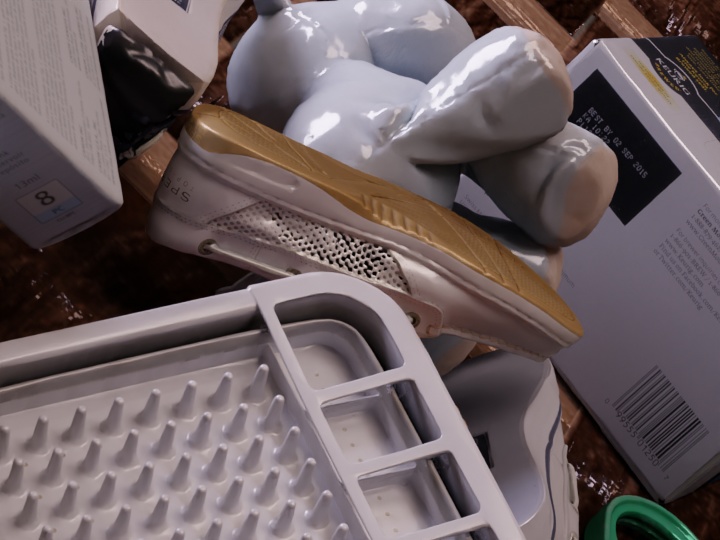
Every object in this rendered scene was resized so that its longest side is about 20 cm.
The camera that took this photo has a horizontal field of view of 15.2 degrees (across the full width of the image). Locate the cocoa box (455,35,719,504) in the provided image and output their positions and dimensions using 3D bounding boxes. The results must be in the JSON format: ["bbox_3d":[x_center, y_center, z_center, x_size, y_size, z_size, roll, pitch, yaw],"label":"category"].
[{"bbox_3d":[0.164,-0.005,1.382,0.200,0.133,0.131,53,26,14],"label":"cocoa box"}]

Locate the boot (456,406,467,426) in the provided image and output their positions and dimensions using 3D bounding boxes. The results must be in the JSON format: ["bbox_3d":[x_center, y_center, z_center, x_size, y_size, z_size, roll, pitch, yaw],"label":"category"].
[{"bbox_3d":[-0.013,0.094,1.057,0.107,0.075,0.200,27,33,-25],"label":"boot"}]

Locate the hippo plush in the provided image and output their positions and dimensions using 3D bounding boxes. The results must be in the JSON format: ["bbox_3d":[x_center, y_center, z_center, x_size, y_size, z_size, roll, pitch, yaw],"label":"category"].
[{"bbox_3d":[0.003,-0.049,1.247,0.200,0.160,0.161,-17,32,-14],"label":"hippo plush"}]

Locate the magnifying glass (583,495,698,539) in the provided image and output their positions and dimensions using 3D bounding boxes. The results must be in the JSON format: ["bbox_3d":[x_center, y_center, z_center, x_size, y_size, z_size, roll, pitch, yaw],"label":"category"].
[{"bbox_3d":[0.116,0.150,1.219,0.080,0.022,0.200,51,27,10],"label":"magnifying glass"}]

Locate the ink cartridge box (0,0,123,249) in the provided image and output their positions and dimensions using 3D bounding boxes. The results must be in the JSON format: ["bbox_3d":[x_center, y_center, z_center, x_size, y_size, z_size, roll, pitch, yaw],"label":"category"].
[{"bbox_3d":[-0.167,-0.122,1.007,0.200,0.047,0.160,44,26,-48],"label":"ink cartridge box"}]

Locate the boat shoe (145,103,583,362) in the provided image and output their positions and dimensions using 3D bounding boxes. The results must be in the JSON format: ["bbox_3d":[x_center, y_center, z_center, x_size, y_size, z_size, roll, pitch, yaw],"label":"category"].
[{"bbox_3d":[0.000,0.000,1.134,0.200,0.069,0.071,26,14,-22],"label":"boat shoe"}]

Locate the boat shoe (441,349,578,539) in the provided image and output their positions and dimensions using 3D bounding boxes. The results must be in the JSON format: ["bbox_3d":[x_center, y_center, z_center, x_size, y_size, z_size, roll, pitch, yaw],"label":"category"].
[{"bbox_3d":[0.058,0.098,1.172,0.200,0.073,0.065,-75,148,-66],"label":"boat shoe"}]

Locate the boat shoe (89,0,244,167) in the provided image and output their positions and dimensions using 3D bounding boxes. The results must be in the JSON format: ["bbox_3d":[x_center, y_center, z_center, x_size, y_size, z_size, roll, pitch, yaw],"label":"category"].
[{"bbox_3d":[-0.103,-0.104,1.176,0.075,0.093,0.200,41,26,-12],"label":"boat shoe"}]

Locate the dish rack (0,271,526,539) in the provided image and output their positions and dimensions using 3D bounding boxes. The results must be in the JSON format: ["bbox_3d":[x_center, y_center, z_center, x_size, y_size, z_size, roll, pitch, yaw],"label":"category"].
[{"bbox_3d":[-0.051,0.091,0.959,0.200,0.044,0.172,-12,58,-26],"label":"dish rack"}]
